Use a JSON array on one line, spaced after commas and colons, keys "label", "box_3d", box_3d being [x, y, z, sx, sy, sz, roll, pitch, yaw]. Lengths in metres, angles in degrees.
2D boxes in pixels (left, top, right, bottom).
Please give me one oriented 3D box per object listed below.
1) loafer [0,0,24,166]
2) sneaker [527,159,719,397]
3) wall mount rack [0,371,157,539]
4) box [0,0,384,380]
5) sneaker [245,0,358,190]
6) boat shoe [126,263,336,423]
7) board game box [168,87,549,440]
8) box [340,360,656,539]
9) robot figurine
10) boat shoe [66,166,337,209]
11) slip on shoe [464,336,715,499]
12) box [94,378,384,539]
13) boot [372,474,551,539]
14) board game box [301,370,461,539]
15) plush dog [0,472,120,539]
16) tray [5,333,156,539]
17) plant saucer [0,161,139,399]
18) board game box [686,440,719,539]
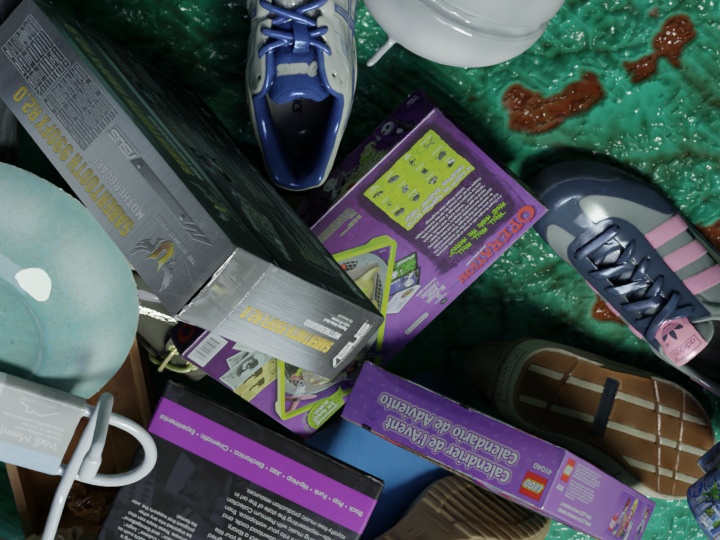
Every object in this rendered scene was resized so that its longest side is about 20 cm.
[{"label": "loafer", "box_3d": [-0.216, -0.111, 1.158, 0.070, 0.068, 0.201, 0, 135, -17]}, {"label": "sneaker", "box_3d": [0.178, 0.009, 1.284, 0.200, 0.082, 0.070, 33, 122, -28]}, {"label": "wall mount rack", "box_3d": [-0.223, 0.121, 1.216, 0.199, 0.075, 0.174, 18, 132, -12]}, {"label": "box", "box_3d": [-0.092, -0.041, 1.109, 0.048, 0.200, 0.158, -47, 151, 10]}, {"label": "sneaker", "box_3d": [-0.028, -0.134, 1.142, 0.075, 0.088, 0.201, -4, 130, 1]}, {"label": "boat shoe", "box_3d": [-0.089, 0.038, 1.276, 0.201, 0.072, 0.061, 20, 82, -30]}, {"label": "board game box", "box_3d": [0.000, 0.000, 1.222, 0.200, 0.032, 0.120, -43, 129, 9]}, {"label": "box", "box_3d": [0.087, 0.115, 1.290, 0.136, 0.039, 0.200, 22, 175, 26]}, {"label": "robot figurine", "box_3d": [0.068, -0.185, 1.086, 0.169, 0.113, 0.200, -9, 143, -44]}, {"label": "boat shoe", "box_3d": [-0.074, -0.020, 1.252, 0.199, 0.072, 0.076, 7, 141, -11]}, {"label": "slip on shoe", "box_3d": [0.148, 0.092, 1.373, 0.199, 0.060, 0.076, 21, 86, -37]}, {"label": "box", "box_3d": [-0.091, 0.185, 1.266, 0.142, 0.036, 0.201, 25, 88, 5]}, {"label": "boot", "box_3d": [0.030, 0.223, 1.408, 0.200, 0.072, 0.167, -16, 140, -46]}, {"label": "board game box", "box_3d": [-0.014, 0.143, 1.373, 0.200, 0.039, 0.159, -28, 133, -34]}, {"label": "plush dog", "box_3d": [-0.156, 0.221, 1.356, 0.171, 0.201, 0.160, -28, 171, 41]}, {"label": "tray", "box_3d": [-0.178, 0.095, 1.362, 0.098, 0.037, 0.201, -5, 130, 1]}, {"label": "plant saucer", "box_3d": [-0.226, 0.024, 1.208, 0.200, 0.039, 0.202, 2, 129, 2]}, {"label": "board game box", "box_3d": [0.297, 0.076, 1.311, 0.200, 0.062, 0.200, -44, 165, 17]}]
